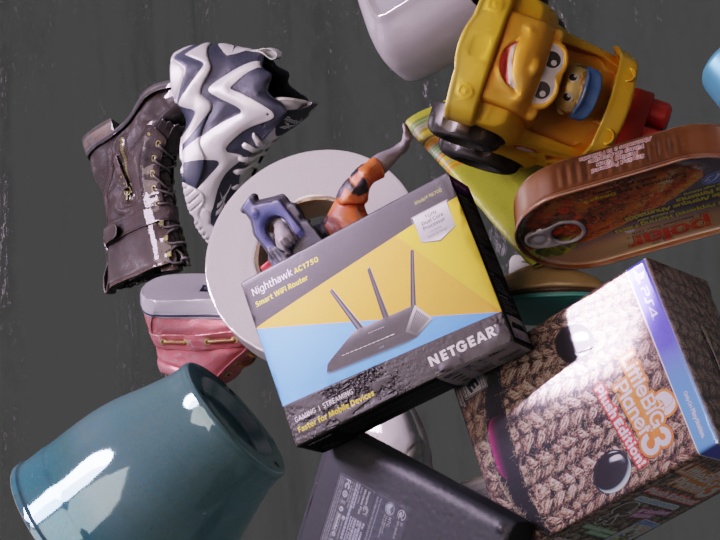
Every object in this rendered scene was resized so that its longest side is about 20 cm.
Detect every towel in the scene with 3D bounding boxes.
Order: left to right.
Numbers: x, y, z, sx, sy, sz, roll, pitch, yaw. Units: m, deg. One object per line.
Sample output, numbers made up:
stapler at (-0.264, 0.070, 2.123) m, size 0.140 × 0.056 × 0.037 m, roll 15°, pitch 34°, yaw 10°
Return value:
towel at (0.123, -0.080, 1.605) m, size 0.086 × 0.018 × 0.200 m, roll -26°, pitch 52°, yaw -17°

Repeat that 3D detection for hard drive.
hard drive at (0.035, 0.223, 1.500) m, size 0.200 × 0.033 × 0.140 m, roll 25°, pitch 101°, yaw 41°

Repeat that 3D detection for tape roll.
tape roll at (-0.038, -0.010, 1.689) m, size 0.202 × 0.037 × 0.203 m, roll -6°, pitch 66°, yaw 13°

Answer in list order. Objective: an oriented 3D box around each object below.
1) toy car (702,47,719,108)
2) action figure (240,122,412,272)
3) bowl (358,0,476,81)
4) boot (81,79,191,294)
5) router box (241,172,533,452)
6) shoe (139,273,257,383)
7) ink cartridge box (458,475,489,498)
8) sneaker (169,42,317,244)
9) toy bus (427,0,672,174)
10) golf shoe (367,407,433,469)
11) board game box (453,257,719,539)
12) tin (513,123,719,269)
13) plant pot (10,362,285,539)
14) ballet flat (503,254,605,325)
toy car at (0.341, -0.147, 1.327) m, size 0.177 × 0.200 × 0.185 m, roll -32°, pitch 59°, yaw -1°
action figure at (0.000, 0.000, 1.621) m, size 0.193 × 0.105 × 0.200 m, roll -31°, pitch 87°, yaw 9°
bowl at (0.066, -0.295, 1.706) m, size 0.199 × 0.075 × 0.201 m, roll -30°, pitch 59°, yaw 30°
boot at (-0.193, -0.081, 1.882) m, size 0.200 × 0.069 × 0.175 m, roll -29°, pitch 67°, yaw 36°
router box at (0.018, 0.036, 1.510) m, size 0.200 × 0.051 × 0.150 m, roll -28°, pitch 68°, yaw 18°
shoe at (-0.104, 0.055, 1.766) m, size 0.199 × 0.072 × 0.091 m, roll 1°, pitch 119°, yaw 19°
ink cartridge box at (0.105, 0.271, 1.542) m, size 0.109 × 0.050 × 0.201 m, roll -22°, pitch 67°, yaw 34°
sneaker at (-0.098, -0.119, 1.791) m, size 0.129 × 0.079 × 0.200 m, roll -6°, pitch 91°, yaw 19°
toy bus at (0.163, -0.133, 1.505) m, size 0.191 × 0.200 × 0.136 m, roll 21°, pitch 87°, yaw 11°
golf shoe at (0.012, 0.193, 1.613) m, size 0.075 × 0.091 × 0.201 m, roll -17°, pitch 67°, yaw 38°
board game box at (0.193, 0.114, 1.476) m, size 0.200 × 0.097 × 0.160 m, roll -35°, pitch 59°, yaw 29°
tin at (0.215, -0.056, 1.477) m, size 0.199 × 0.112 × 0.042 m, roll -16°, pitch 51°, yaw 18°
plant pot at (-0.178, 0.190, 1.717) m, size 0.188 × 0.200 × 0.200 m, roll -42°, pitch 54°, yaw 6°
ballet flat at (0.117, 0.019, 1.587) m, size 0.200 × 0.069 × 0.063 m, roll -17°, pitch 58°, yaw 35°
